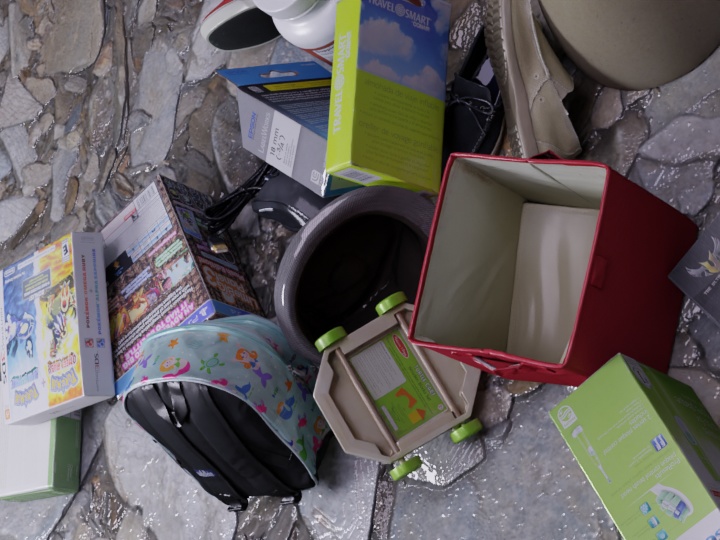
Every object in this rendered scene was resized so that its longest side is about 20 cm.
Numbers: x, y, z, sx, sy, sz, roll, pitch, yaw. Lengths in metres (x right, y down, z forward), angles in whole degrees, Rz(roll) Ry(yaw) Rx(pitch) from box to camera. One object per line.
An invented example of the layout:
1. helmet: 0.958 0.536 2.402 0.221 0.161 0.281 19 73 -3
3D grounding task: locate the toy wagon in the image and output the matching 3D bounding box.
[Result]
1. toy wagon: 0.056 0.099 1.550 0.199 0.040 0.156 -30 82 -6

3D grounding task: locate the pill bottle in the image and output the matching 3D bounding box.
1. pill bottle: -0.020 -0.270 1.656 0.112 0.200 0.113 -13 68 34

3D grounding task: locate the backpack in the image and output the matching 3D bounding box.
1. backpack: -0.134 0.131 1.622 0.177 0.200 0.151 -11 49 36

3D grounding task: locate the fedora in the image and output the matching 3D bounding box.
1. fedora: 0.000 0.000 1.607 0.201 0.176 0.090 -56 22 8

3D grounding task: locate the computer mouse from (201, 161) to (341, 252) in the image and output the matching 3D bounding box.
1. computer mouse: -0.104 -0.070 1.692 0.140 0.046 0.200 -44 28 -8

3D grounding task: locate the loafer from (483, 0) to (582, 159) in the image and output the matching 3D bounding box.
1. loafer: 0.167 -0.188 1.542 0.076 0.068 0.202 -137 36 -77

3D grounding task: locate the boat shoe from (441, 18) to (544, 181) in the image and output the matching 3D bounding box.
1. boat shoe: 0.117 -0.171 1.610 0.074 0.062 0.201 31 97 38

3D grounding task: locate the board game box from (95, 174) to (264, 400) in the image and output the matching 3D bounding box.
1. board game box: -0.214 0.027 1.780 0.159 0.097 0.201 -40 56 22

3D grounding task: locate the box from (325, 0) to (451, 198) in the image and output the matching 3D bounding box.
1. box: 0.029 -0.180 1.574 0.048 0.121 0.202 -13 67 49

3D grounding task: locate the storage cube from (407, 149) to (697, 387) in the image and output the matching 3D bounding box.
1. storage cube: 0.175 0.008 1.431 0.170 0.179 0.201 7 80 39

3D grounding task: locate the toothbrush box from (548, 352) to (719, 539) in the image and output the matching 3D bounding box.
1. toothbrush box: 0.264 0.182 1.329 0.086 0.145 0.201 -41 54 20

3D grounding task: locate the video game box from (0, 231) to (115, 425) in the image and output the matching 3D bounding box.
1. video game box: -0.345 0.069 1.799 0.199 0.047 0.184 -22 73 50

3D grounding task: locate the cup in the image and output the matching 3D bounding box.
1. cup: 0.238 -0.287 1.499 0.199 0.143 0.202 -13 68 35

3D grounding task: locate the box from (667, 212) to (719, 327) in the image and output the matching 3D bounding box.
1. box: 0.383 -0.019 1.363 0.200 0.048 0.159 -51 53 13

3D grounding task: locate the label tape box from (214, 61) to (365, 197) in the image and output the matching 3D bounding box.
1. label tape box: -0.043 -0.150 1.668 0.200 0.144 0.064 33 122 39

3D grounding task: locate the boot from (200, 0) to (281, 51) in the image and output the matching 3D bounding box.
1. boot: -0.107 -0.349 1.836 0.199 0.072 0.145 -29 59 18

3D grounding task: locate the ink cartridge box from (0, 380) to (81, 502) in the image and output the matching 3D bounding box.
1. ink cartridge box: -0.419 0.203 1.916 0.199 0.048 0.147 -14 68 34
